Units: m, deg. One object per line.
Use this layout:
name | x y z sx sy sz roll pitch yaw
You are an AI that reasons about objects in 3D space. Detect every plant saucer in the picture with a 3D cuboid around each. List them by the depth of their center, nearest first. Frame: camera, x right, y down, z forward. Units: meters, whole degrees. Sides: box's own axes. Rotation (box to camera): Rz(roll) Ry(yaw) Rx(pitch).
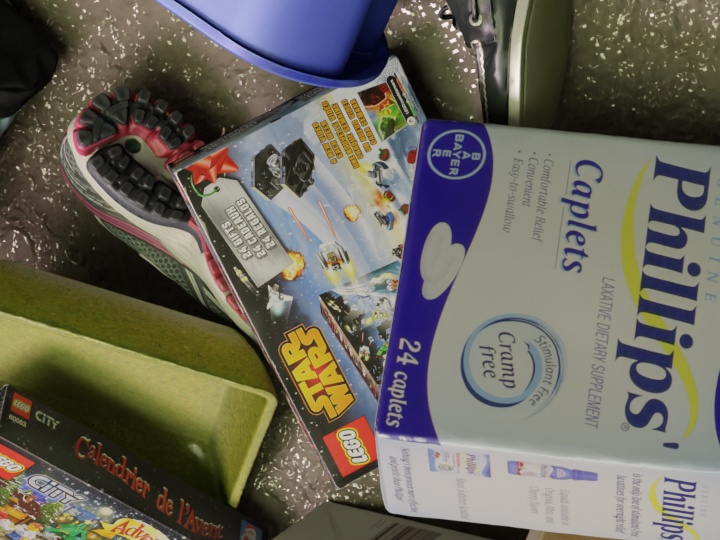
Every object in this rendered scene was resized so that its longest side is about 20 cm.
plant saucer | -0.150 0.062 1.512 0.199 0.048 0.200 17 152 -3

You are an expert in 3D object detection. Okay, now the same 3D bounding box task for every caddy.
caddy | -0.063 -0.172 1.366 0.200 0.141 0.105 35 118 6

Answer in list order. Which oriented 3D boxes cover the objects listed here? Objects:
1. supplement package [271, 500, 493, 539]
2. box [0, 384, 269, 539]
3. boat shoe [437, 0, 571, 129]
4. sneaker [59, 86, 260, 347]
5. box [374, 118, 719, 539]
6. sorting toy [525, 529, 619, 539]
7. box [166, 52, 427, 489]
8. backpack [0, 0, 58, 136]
supplement package | 0.007 0.265 1.519 0.152 0.151 0.200 9 118 37
box | -0.173 0.151 1.566 0.200 0.038 0.136 32 136 -29
boat shoe | 0.067 -0.155 1.356 0.066 0.075 0.200 8 116 23
sneaker | -0.084 -0.022 1.493 0.200 0.081 0.075 44 154 -4
box | 0.118 0.032 1.322 0.199 0.184 0.105 6 153 7
sorting toy | 0.141 0.249 1.450 0.200 0.199 0.070 28 168 -17
box | 0.000 0.000 1.438 0.137 0.040 0.200 -27 103 -6
backpack | -0.297 -0.088 1.522 0.163 0.154 0.200 40 136 -6
